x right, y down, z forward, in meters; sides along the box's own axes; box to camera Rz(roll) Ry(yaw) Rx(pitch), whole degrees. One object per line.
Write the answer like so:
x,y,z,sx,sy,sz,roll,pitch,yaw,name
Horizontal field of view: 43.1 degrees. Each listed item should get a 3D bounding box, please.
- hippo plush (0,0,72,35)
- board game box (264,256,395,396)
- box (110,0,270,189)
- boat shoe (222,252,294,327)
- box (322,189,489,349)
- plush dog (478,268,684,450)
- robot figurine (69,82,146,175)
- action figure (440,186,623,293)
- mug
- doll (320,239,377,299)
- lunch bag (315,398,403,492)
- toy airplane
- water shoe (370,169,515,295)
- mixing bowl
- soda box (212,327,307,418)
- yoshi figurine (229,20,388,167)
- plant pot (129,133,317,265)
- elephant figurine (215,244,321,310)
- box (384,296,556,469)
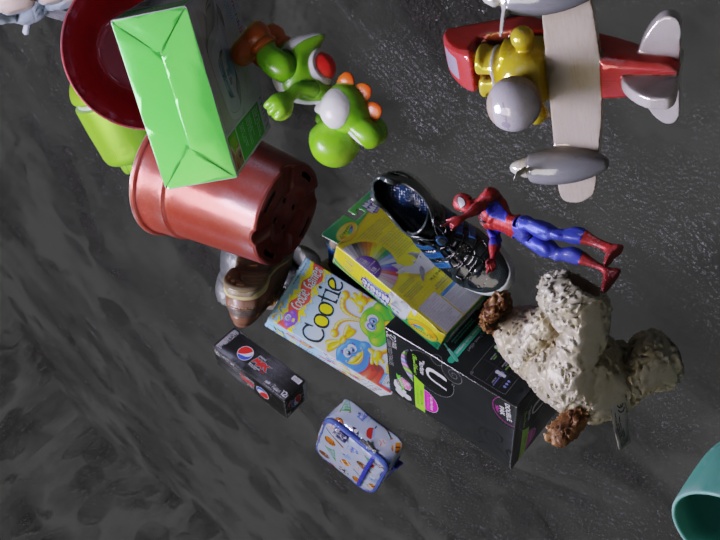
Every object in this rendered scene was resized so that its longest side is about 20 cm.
-0.503,-0.455,1.346,0.200,0.159,0.161,-59,-49,-77,hippo plush
-0.023,0.082,1.297,0.200,0.103,0.105,32,168,-3,board game box
-0.193,-0.225,1.076,0.096,0.177,0.200,-7,116,14,box
-0.144,0.016,1.279,0.072,0.200,0.068,8,112,9,boat shoe
0.057,-0.009,1.123,0.200,0.117,0.048,41,151,13,box
0.214,0.092,0.978,0.200,0.161,0.172,31,-178,-24,plush dog
-0.376,-0.244,1.423,0.175,0.116,0.200,29,149,53,robot figurine
0.167,-0.027,0.975,0.200,0.099,0.065,31,148,33,action figure
0.433,0.254,0.943,0.185,0.114,0.152,37,150,17,mug
0.000,0.000,1.287,0.137,0.048,0.200,49,160,-23,doll
0.000,0.331,1.693,0.160,0.076,0.200,39,152,11,lunch bag
0.165,-0.158,0.753,0.200,0.141,0.199,49,152,-3,toy airplane
0.089,-0.038,1.060,0.200,0.079,0.072,40,111,13,water shoe
-0.290,-0.288,1.197,0.200,0.200,0.108,58,171,-21,mixing bowl
-0.199,0.202,1.812,0.200,0.063,0.071,34,150,24,soda box
-0.063,-0.195,1.070,0.200,0.112,0.112,41,159,7,yoshi figurine
-0.178,-0.109,1.260,0.195,0.201,0.201,24,145,24,plant pot
-0.116,0.019,1.421,0.200,0.155,0.142,24,103,18,elephant figurine
0.147,0.124,1.162,0.200,0.124,0.149,30,148,28,box
